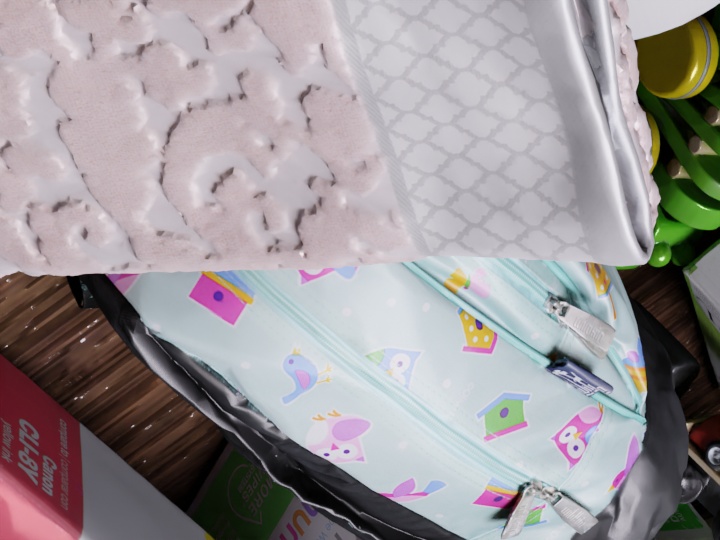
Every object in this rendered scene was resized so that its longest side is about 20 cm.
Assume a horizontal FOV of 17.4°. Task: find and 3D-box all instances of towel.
[{"bbox_3d":[-0.038,-0.078,0.527,0.190,0.032,0.201,0,130,21],"label":"towel"}]

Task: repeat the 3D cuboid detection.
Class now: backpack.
[{"bbox_3d":[0.000,0.000,0.695,0.127,0.167,0.200,-49,131,3],"label":"backpack"}]

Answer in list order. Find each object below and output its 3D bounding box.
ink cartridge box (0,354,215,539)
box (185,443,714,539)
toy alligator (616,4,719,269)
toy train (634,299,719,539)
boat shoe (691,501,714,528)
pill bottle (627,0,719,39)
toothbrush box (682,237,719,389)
[{"bbox_3d":[-0.098,0.143,0.740,0.145,0.083,0.200,-44,111,9],"label":"ink cartridge box"},{"bbox_3d":[0.007,0.144,0.901,0.176,0.097,0.200,2,130,-42],"label":"box"},{"bbox_3d":[0.109,-0.030,0.823,0.059,0.054,0.200,0,132,-40],"label":"toy alligator"},{"bbox_3d":[0.142,0.076,0.849,0.034,0.200,0.046,1,129,-54],"label":"toy train"},{"bbox_3d":[0.216,0.106,1.048,0.199,0.073,0.075,-18,118,14],"label":"boat shoe"},{"bbox_3d":[0.042,-0.149,0.574,0.114,0.114,0.200,-36,145,-1],"label":"pill bottle"},{"bbox_3d":[0.206,0.051,0.883,0.086,0.146,0.200,-41,160,0],"label":"toothbrush box"}]
